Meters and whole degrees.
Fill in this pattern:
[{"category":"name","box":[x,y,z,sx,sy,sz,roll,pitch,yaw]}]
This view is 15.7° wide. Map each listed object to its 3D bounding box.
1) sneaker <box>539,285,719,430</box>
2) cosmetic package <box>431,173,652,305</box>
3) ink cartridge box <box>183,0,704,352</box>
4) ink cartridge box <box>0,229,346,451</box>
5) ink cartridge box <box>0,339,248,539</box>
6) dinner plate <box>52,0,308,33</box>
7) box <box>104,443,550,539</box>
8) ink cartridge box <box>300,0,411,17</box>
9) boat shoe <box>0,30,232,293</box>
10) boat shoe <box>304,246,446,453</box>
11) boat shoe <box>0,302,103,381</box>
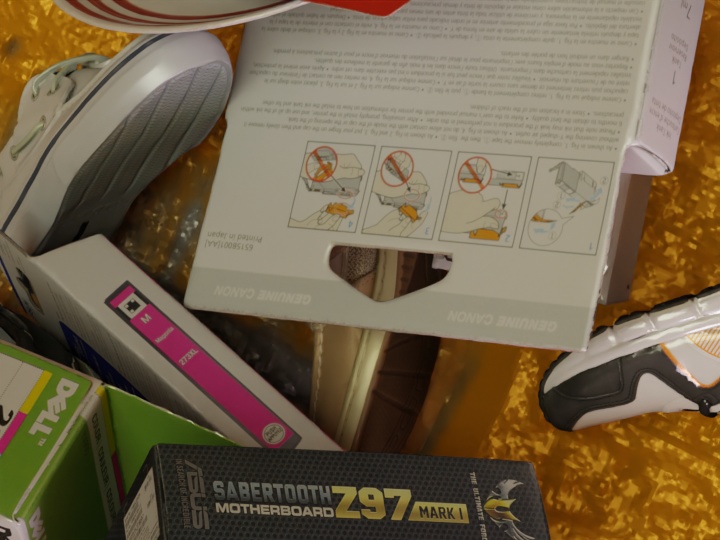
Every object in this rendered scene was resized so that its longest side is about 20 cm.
[{"category":"sneaker","box":[0.171,0.038,1.087,0.200,0.074,0.080,-19,89,17]},{"category":"cosmetic package","box":[0.092,-0.091,1.126,0.082,0.051,0.200,12,96,16]},{"category":"ink cartridge box","box":[0.034,-0.055,1.076,0.200,0.044,0.174,6,79,33]},{"category":"ink cartridge box","box":[-0.079,0.048,1.124,0.200,0.095,0.037,38,72,22]},{"category":"ink cartridge box","box":[-0.115,0.110,1.072,0.200,0.148,0.076,21,58,15]},{"category":"dinner plate","box":[-0.039,-0.151,1.110,0.200,0.200,0.024,-8,124,17]},{"category":"box","box":[-0.033,0.143,1.040,0.200,0.158,0.051,119,149,-48]},{"category":"ink cartridge box","box":[-0.006,-0.175,1.064,0.200,0.160,0.047,20,140,47]},{"category":"boat shoe","box":[-0.124,-0.061,1.144,0.200,0.074,0.067,-45,69,47]},{"category":"boat shoe","box":[0.000,0.000,1.152,0.064,0.071,0.200,10,85,21]},{"category":"boat shoe","box":[-0.201,0.031,1.178,0.199,0.066,0.075,26,76,41]}]
